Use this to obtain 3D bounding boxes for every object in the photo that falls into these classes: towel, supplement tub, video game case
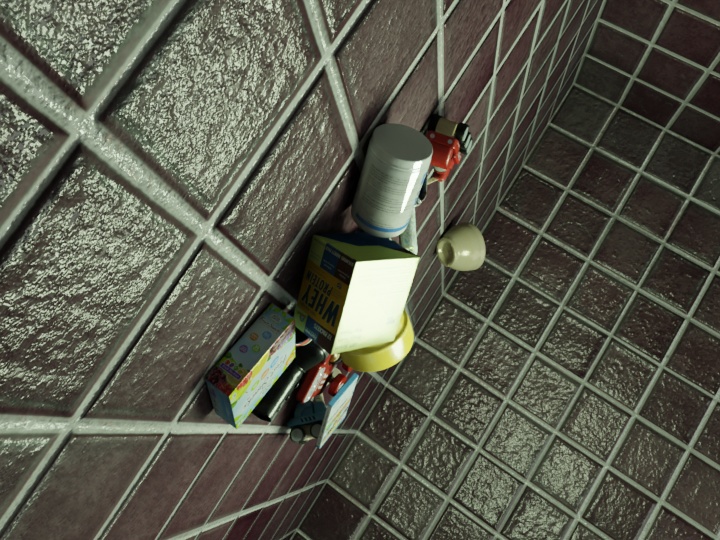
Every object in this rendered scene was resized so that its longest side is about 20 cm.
[{"bbox_3d":[0.122,-0.107,1.607,0.200,0.047,0.174,78,6,-73],"label":"towel"},{"bbox_3d":[0.061,-0.181,1.268,0.132,0.131,0.202,-44,161,-43],"label":"supplement tub"},{"bbox_3d":[-0.068,0.404,1.774,0.143,0.018,0.202,-44,157,-47],"label":"video game case"}]

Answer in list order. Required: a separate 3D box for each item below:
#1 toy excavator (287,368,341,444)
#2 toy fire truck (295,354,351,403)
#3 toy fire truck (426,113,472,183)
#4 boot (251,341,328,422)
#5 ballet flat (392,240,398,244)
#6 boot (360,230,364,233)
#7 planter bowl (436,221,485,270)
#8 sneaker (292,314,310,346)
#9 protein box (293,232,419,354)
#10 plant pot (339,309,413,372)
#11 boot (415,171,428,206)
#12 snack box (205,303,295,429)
[{"bbox_3d":[-0.136,0.413,1.889,0.191,0.203,0.100,-13,163,2],"label":"toy excavator"},{"bbox_3d":[-0.093,0.259,1.678,0.202,0.111,0.168,-61,165,8],"label":"toy fire truck"},{"bbox_3d":[0.188,-0.277,1.576,0.176,0.127,0.203,16,95,-75],"label":"toy fire truck"},{"bbox_3d":[-0.169,0.259,1.448,0.200,0.066,0.165,-49,-178,-28],"label":"boot"},{"bbox_3d":[0.069,-0.016,1.636,0.072,0.072,0.201,-54,173,-15],"label":"ballet flat"},{"bbox_3d":[0.030,-0.091,1.471,0.155,0.073,0.204,-60,171,-8],"label":"boot"},{"bbox_3d":[0.398,-0.088,2.542,0.133,0.201,0.202,-13,141,-31],"label":"planter bowl"},{"bbox_3d":[-0.100,0.086,1.374,0.202,0.074,0.084,-61,170,11],"label":"sneaker"},{"bbox_3d":[-0.011,0.041,1.289,0.197,0.134,0.203,-5,118,-46],"label":"protein box"},{"bbox_3d":[0.019,0.116,1.541,0.201,0.198,0.191,-48,135,-36],"label":"plant pot"},{"bbox_3d":[0.092,-0.155,1.402,0.074,0.094,0.203,42,58,-45],"label":"boot"},{"bbox_3d":[-0.211,0.191,1.226,0.200,0.067,0.170,-49,163,-31],"label":"snack box"}]
